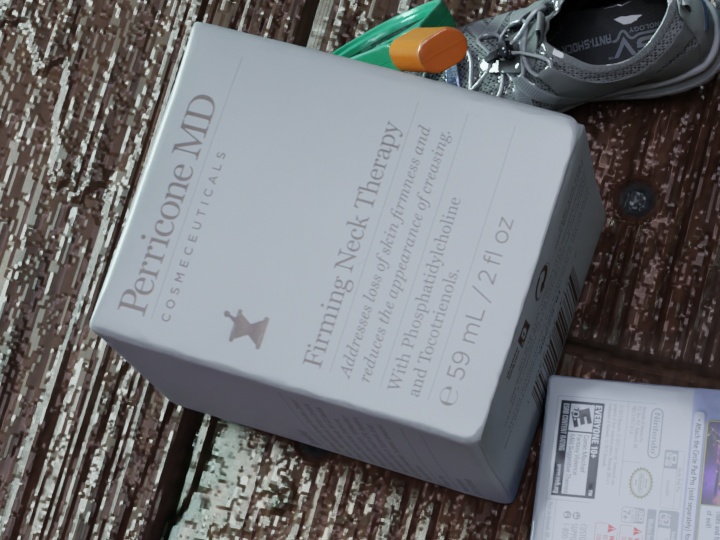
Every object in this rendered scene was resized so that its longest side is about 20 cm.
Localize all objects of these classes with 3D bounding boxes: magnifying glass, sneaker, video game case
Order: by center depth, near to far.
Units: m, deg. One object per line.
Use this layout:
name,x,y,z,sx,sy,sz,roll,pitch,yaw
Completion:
video game case,0.173,0.159,1.190,0.181,0.045,0.200,5,73,12
magnifying glass,0.022,-0.114,1.227,0.080,0.200,0.022,-30,101,-6
sneaker,0.090,-0.117,1.271,0.200,0.082,0.075,-17,69,13

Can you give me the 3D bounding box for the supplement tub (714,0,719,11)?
supplement tub,0.228,-0.230,1.257,0.145,0.145,0.200,-13,70,5

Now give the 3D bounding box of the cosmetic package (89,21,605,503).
cosmetic package,0.000,0.000,1.204,0.200,0.166,0.168,15,78,14
